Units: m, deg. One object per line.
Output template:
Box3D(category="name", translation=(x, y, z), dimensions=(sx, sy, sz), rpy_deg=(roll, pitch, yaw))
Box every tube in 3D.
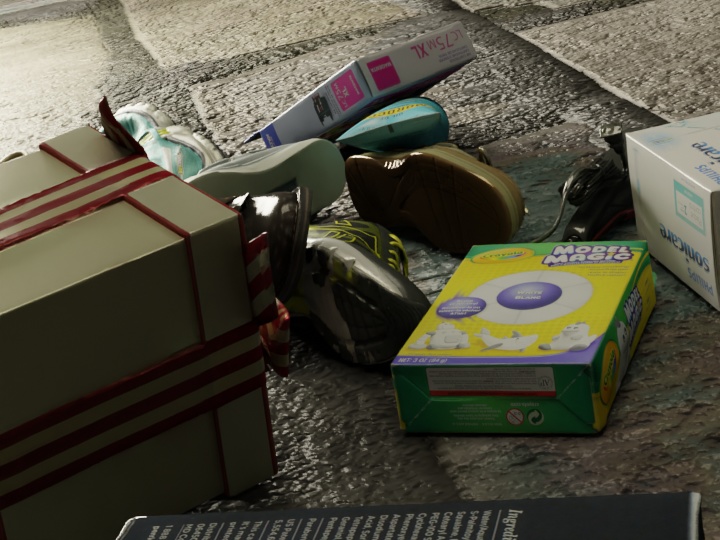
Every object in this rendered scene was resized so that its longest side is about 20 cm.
Box3D(category="tube", translation=(0.034, -0.109, 1.336), dimensions=(0.077, 0.051, 0.200), rpy_deg=(-19, 2, 9))

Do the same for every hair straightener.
Box3D(category="hair straightener", translation=(0.160, -0.063, 1.192), dimensions=(0.041, 0.077, 0.200), rpy_deg=(6, 26, 33))

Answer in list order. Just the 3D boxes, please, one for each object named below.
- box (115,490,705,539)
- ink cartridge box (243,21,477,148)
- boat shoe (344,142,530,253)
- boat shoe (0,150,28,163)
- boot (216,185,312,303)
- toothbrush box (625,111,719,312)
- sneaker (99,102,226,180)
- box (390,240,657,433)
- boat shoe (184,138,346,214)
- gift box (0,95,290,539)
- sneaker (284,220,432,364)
Box3D(category="box", translation=(0.016, 0.164, 0.559), dimensions=(0.199, 0.149, 0.107), rpy_deg=(-5, 21, 14))
Box3D(category="ink cartridge box", translation=(-0.003, -0.142, 1.459), dimensions=(0.119, 0.042, 0.200), rpy_deg=(-25, 0, -35))
Box3D(category="boat shoe", translation=(0.061, -0.061, 1.241), dimensions=(0.063, 0.074, 0.200), rpy_deg=(-21, 21, -26))
Box3D(category="boat shoe", translation=(-0.291, -0.032, 1.348), dimensions=(0.071, 0.063, 0.200), rpy_deg=(-3, 23, 13))
Box3D(category="boot", translation=(-0.136, -0.025, 1.075), dimensions=(0.174, 0.069, 0.200), rpy_deg=(14, -16, -25))
Box3D(category="toothbrush box", translation=(0.288, -0.054, 1.097), dimensions=(0.199, 0.086, 0.146), rpy_deg=(-14, 21, -7))
Box3D(category="sneaker", translation=(-0.176, -0.085, 1.422), dimensions=(0.080, 0.078, 0.200), rpy_deg=(-29, 27, -22))
Box3D(category="box", translation=(0.104, 0.030, 1.018), dimensions=(0.117, 0.049, 0.200), rpy_deg=(-2, 20, 20))
Box3D(category="boat shoe", translation=(-0.096, -0.048, 1.305), dimensions=(0.071, 0.070, 0.201), rpy_deg=(-6, 14, 43))
Box3D(category="gift box", translation=(-0.148, 0.028, 0.914), dimensions=(0.186, 0.200, 0.184), rpy_deg=(-23, 38, -31))
Box3D(category="sneaker", translation=(0.000, 0.000, 1.105), dimensions=(0.084, 0.075, 0.200), rpy_deg=(-19, 22, -24))
